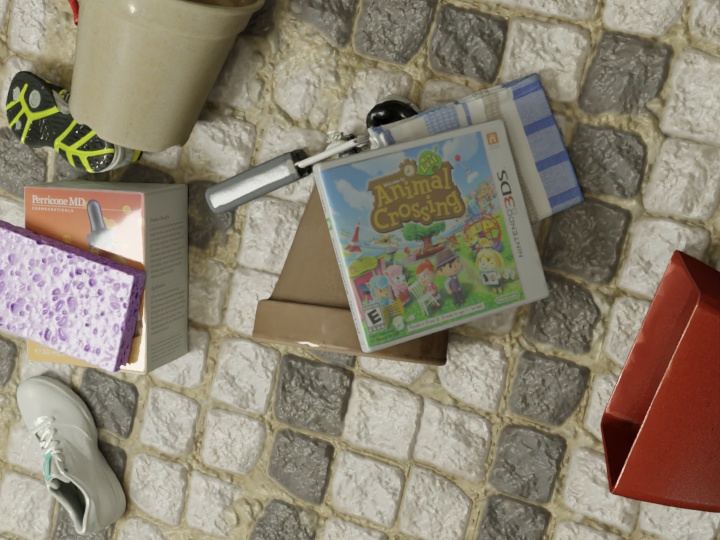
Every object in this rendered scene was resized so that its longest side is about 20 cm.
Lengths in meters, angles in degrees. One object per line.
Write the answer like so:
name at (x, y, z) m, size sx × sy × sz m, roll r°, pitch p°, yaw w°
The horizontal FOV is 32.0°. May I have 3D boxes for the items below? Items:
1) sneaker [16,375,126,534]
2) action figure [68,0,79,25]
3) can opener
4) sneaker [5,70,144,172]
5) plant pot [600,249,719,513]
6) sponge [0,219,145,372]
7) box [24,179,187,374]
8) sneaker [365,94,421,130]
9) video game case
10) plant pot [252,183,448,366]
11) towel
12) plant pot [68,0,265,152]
sneaker at (-0.350, 0.216, 1.472) m, size 0.075 × 0.088 × 0.200 m, roll -33°, pitch 87°, yaw 21°
action figure at (-0.330, -0.369, 1.398) m, size 0.065 × 0.052 × 0.200 m, roll -26°, pitch 85°, yaw 15°
can opener at (-0.072, -0.100, 1.350) m, size 0.200 × 0.053 × 0.067 m, roll -17°, pitch 93°, yaw 20°
sneaker at (-0.326, -0.163, 1.419) m, size 0.200 × 0.076 × 0.075 m, roll 36°, pitch 111°, yaw 29°
plant pot at (0.349, 0.119, 1.179) m, size 0.176 × 0.200 × 0.200 m, roll 21°, pitch 105°, yaw 3°
sponge at (-0.333, 0.025, 1.355) m, size 0.200 × 0.030 × 0.112 m, roll 19°, pitch 105°, yaw 15°
box at (-0.283, 0.002, 1.407) m, size 0.152 × 0.106 × 0.200 m, roll 4°, pitch 100°, yaw 18°
sneaker at (0.078, -0.104, 1.279) m, size 0.200 × 0.090 × 0.066 m, roll 42°, pitch 106°, yaw 9°
video game case at (0.070, -0.036, 1.197) m, size 0.200 × 0.022 × 0.182 m, roll -16°, pitch 92°, yaw -20°
plant pot at (0.000, 0.000, 1.280) m, size 0.200 × 0.200 × 0.175 m, roll 8°, pitch 88°, yaw 17°
towel at (0.117, -0.101, 1.242) m, size 0.200 × 0.024 × 0.147 m, roll -21°, pitch 93°, yaw -19°
plant pot at (-0.222, -0.235, 1.321) m, size 0.200 × 0.200 × 0.184 m, roll 28°, pitch 117°, yaw 12°
